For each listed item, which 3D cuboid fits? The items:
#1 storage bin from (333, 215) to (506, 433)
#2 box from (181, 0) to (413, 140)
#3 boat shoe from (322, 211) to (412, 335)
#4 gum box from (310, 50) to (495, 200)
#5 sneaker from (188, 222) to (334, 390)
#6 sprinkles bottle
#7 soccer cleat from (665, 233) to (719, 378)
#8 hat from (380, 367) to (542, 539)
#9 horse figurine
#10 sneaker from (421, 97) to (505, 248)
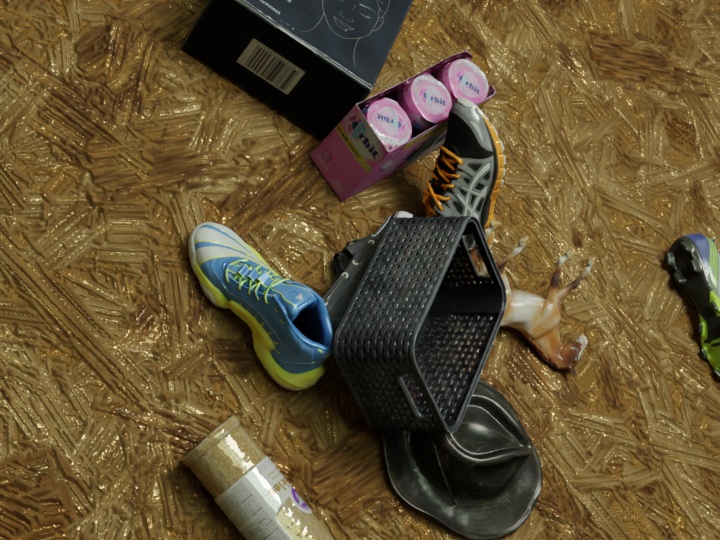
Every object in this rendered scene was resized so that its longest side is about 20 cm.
[{"bbox_3d":[0.064,0.053,1.478,0.201,0.093,0.136,-63,141,-38],"label":"storage bin"},{"bbox_3d":[-0.061,-0.291,1.626,0.199,0.124,0.197,32,54,-11],"label":"box"},{"bbox_3d":[0.000,0.000,1.548,0.066,0.070,0.201,21,49,7],"label":"boat shoe"},{"bbox_3d":[0.053,-0.165,1.633,0.200,0.113,0.066,-31,83,-39],"label":"gum box"},{"bbox_3d":[-0.089,0.020,1.454,0.076,0.105,0.200,-36,87,-39],"label":"sneaker"},{"bbox_3d":[-0.082,0.233,1.367,0.200,0.068,0.068,50,51,2],"label":"sprinkles bottle"},{"bbox_3d":[0.445,0.045,1.788,0.083,0.065,0.201,-6,68,-36],"label":"soccer cleat"},{"bbox_3d":[0.122,0.177,1.511,0.199,0.081,0.202,15,57,-24],"label":"hat"},{"bbox_3d":[0.179,0.026,1.623,0.199,0.133,0.050,18,13,-22],"label":"horse figurine"},{"bbox_3d":[0.106,-0.092,1.593,0.077,0.201,0.078,-16,34,-24],"label":"sneaker"}]
